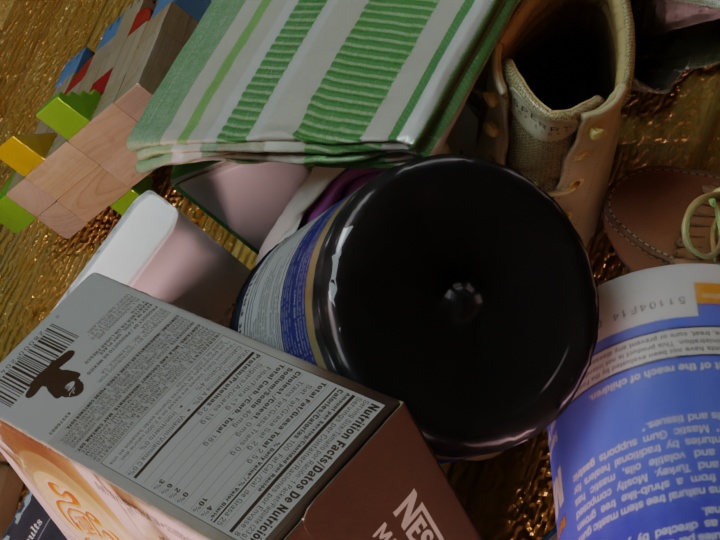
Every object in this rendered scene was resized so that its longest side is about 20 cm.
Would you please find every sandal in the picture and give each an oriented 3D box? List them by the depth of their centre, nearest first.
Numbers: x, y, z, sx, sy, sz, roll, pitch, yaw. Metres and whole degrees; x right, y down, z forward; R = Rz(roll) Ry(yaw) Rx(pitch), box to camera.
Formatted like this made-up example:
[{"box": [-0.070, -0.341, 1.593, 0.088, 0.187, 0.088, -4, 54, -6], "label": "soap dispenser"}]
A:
[{"box": [-0.007, -0.001, 0.899, 0.203, 0.082, 0.050, 107, 167, -59], "label": "sandal"}]

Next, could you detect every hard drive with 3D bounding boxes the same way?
[{"box": [-0.111, 0.041, 0.958, 0.027, 0.200, 0.132, 35, 87, 15], "label": "hard drive"}]

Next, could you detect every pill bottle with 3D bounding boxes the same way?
[{"box": [0.129, 0.107, 0.696, 0.111, 0.112, 0.201, -26, 45, 28], "label": "pill bottle"}, {"box": [0.009, 0.027, 0.765, 0.113, 0.111, 0.200, -65, 12, -17], "label": "pill bottle"}]

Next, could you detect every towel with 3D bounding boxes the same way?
[{"box": [-0.012, -0.106, 0.860, 0.199, 0.023, 0.153, 2, 55, 46], "label": "towel"}]

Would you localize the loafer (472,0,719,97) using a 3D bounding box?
[{"box": [0.124, -0.125, 0.936, 0.199, 0.076, 0.068, -17, 44, 35], "label": "loafer"}]

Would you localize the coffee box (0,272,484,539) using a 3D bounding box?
[{"box": [-0.049, 0.087, 0.709, 0.080, 0.115, 0.199, -46, 38, -21], "label": "coffee box"}]

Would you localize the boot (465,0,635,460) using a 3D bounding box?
[{"box": [0.074, -0.027, 0.848, 0.072, 0.156, 0.201, 20, 67, 9], "label": "boot"}]

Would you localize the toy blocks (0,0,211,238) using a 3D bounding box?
[{"box": [-0.145, -0.114, 1.184, 0.199, 0.100, 0.138, -32, 31, 41], "label": "toy blocks"}]

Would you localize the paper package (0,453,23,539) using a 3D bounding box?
[{"box": [-0.317, 0.178, 1.116, 0.199, 0.103, 0.192, -13, 53, 39], "label": "paper package"}]

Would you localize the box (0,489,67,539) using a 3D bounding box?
[{"box": [-0.066, 0.159, 0.848, 0.199, 0.104, 0.149, 21, 76, 36], "label": "box"}]

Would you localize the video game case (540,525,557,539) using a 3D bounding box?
[{"box": [0.161, 0.137, 0.746, 0.143, 0.018, 0.200, -43, 40, 10], "label": "video game case"}]

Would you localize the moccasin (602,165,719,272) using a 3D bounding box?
[{"box": [0.177, -0.009, 0.785, 0.074, 0.078, 0.201, -41, 37, -13], "label": "moccasin"}]

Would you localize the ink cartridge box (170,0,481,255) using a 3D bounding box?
[{"box": [-0.009, -0.100, 0.990, 0.084, 0.146, 0.202, -17, 50, 35], "label": "ink cartridge box"}]
